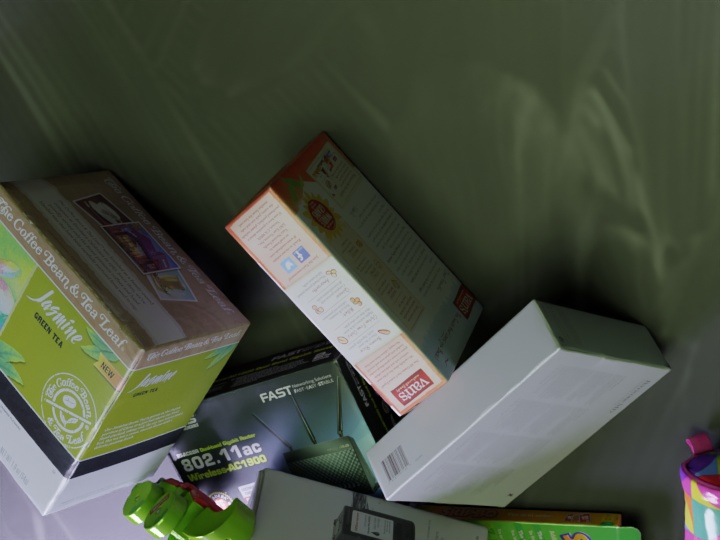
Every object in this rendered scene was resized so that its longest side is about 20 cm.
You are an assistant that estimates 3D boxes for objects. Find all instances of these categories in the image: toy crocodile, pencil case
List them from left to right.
[{"bbox_3d":[-0.148,0.204,1.175,0.068,0.200,0.062,42,74,-17],"label":"toy crocodile"},{"bbox_3d":[0.304,0.236,1.143,0.088,0.088,0.200,0,111,17],"label":"pencil case"}]

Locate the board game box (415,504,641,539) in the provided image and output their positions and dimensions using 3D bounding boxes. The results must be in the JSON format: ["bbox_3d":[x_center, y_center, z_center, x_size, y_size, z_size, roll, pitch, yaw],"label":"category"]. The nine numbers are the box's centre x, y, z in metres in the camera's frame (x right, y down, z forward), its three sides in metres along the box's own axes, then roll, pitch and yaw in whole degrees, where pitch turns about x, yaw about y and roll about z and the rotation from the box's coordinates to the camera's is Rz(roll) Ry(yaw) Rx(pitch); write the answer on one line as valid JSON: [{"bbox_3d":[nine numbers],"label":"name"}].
[{"bbox_3d":[0.147,0.255,1.228,0.200,0.030,0.096,1,114,20],"label":"board game box"}]

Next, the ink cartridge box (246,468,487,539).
[{"bbox_3d":[-0.010,0.263,1.188,0.200,0.083,0.145,15,132,-3],"label":"ink cartridge box"}]

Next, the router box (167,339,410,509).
[{"bbox_3d":[-0.065,0.153,1.227,0.200,0.062,0.150,-19,106,24],"label":"router box"}]

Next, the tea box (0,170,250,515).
[{"bbox_3d":[-0.234,0.055,1.164,0.200,0.134,0.197,45,119,21],"label":"tea box"}]

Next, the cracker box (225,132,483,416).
[{"bbox_3d":[0.000,0.000,1.100,0.058,0.134,0.200,-40,97,27],"label":"cracker box"}]

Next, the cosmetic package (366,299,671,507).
[{"bbox_3d":[0.124,0.111,1.107,0.200,0.151,0.052,-45,51,28],"label":"cosmetic package"}]
